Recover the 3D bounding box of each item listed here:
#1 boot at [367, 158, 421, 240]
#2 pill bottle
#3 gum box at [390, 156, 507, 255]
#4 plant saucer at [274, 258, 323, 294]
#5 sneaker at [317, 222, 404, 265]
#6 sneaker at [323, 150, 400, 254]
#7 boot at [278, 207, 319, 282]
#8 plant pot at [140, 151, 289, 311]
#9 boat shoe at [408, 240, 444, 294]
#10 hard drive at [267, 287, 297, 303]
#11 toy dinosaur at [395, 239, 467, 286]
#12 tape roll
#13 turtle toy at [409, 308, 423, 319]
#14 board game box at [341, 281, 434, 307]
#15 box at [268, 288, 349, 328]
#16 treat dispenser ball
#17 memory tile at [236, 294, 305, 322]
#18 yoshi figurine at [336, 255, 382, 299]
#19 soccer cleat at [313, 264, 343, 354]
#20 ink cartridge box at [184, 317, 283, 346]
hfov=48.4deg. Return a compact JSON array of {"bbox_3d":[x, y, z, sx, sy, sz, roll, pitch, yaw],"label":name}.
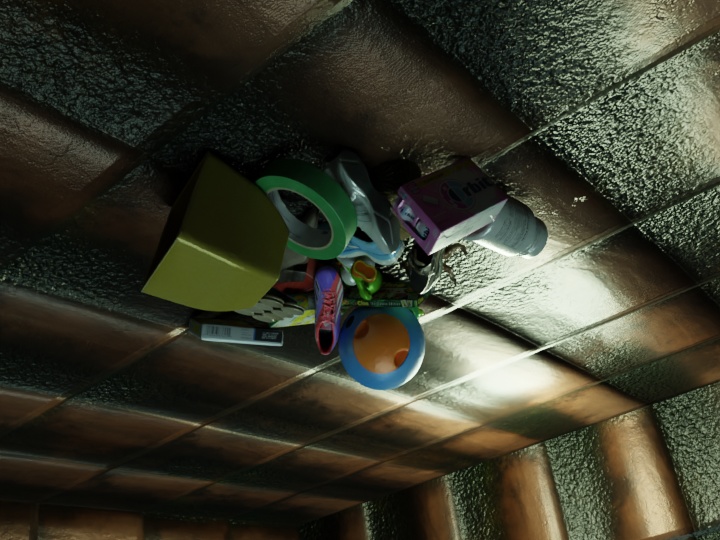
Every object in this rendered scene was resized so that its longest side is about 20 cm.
[{"bbox_3d":[0.075,-0.132,1.545,0.172,0.067,0.199,-10,154,28],"label":"boot"},{"bbox_3d":[0.291,-0.092,1.626,0.198,0.116,0.114,19,141,-42],"label":"pill bottle"},{"bbox_3d":[0.157,-0.118,1.444,0.198,0.114,0.067,-26,156,-36],"label":"gum box"},{"bbox_3d":[-0.187,0.018,1.762,0.197,0.037,0.199,-22,150,20],"label":"plant saucer"},{"bbox_3d":[-0.008,-0.076,1.563,0.197,0.079,0.090,9,148,34],"label":"sneaker"},{"bbox_3d":[0.002,-0.115,1.442,0.080,0.202,0.070,-26,-170,40],"label":"sneaker"},{"bbox_3d":[-0.169,-0.053,1.605,0.143,0.071,0.203,13,124,-5],"label":"boot"},{"bbox_3d":[-0.239,-0.041,1.403,0.198,0.198,0.194,27,140,-19],"label":"plant pot"},{"bbox_3d":[0.128,-0.032,1.632,0.073,0.074,0.203,-26,141,-39],"label":"boat shoe"},{"bbox_3d":[-0.251,0.053,1.700,0.197,0.034,0.139,-1,158,38],"label":"hard drive"},{"bbox_3d":[0.152,-0.036,1.727,0.132,0.087,0.201,2,145,-7],"label":"toy dinosaur"},{"bbox_3d":[-0.102,-0.107,1.430,0.197,0.049,0.202,23,147,16],"label":"tape roll"},{"bbox_3d":[0.061,0.125,1.966,0.196,0.103,0.146,-10,152,0],"label":"turtle toy"},{"bbox_3d":[0.057,0.053,1.786,0.196,0.024,0.105,-1,-162,29],"label":"board game box"},{"bbox_3d":[-0.107,0.087,1.861,0.197,0.049,0.117,-2,160,-34],"label":"box"},{"bbox_3d":[0.048,0.168,1.813,0.196,0.204,0.202,-7,152,-4],"label":"treat dispenser ball"},{"bbox_3d":[-0.210,0.070,1.636,0.151,0.017,0.199,22,161,-26],"label":"memory tile"},{"bbox_3d":[0.015,0.000,1.714,0.111,0.113,0.200,-27,174,-14],"label":"yoshi figurine"},{"bbox_3d":[-0.072,0.087,1.755,0.067,0.074,0.204,3,117,1],"label":"soccer cleat"},{"bbox_3d":[-0.303,0.140,1.900,0.194,0.048,0.199,6,-177,-24],"label":"ink cartridge box"}]
